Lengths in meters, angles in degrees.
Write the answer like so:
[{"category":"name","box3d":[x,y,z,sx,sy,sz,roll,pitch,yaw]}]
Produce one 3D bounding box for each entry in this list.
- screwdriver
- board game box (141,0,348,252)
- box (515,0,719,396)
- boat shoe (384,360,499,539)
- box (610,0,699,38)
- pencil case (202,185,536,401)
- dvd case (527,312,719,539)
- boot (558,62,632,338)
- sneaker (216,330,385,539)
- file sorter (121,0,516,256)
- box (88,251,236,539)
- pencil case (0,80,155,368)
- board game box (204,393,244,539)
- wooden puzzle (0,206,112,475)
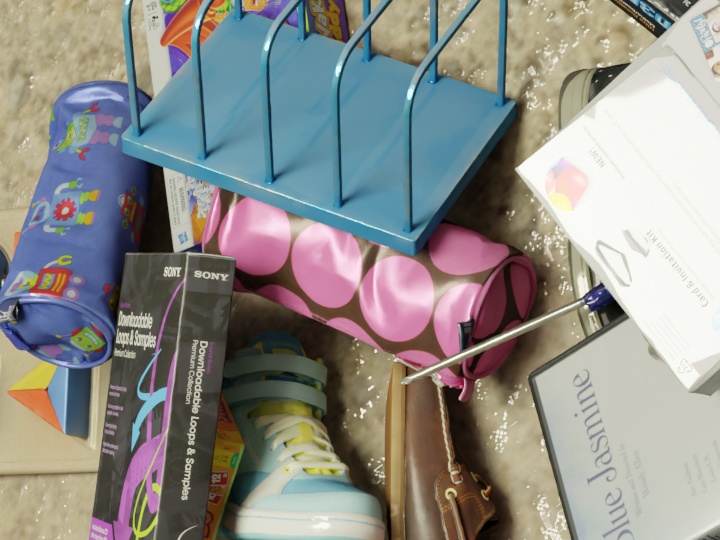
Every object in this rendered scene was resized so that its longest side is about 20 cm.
[{"category":"screwdriver","box3d":[0.111,0.026,1.411,0.199,0.029,0.028,-29,32,19]},{"category":"board game box","box3d":[-0.070,-0.121,1.664,0.134,0.045,0.201,-20,70,34]},{"category":"box","box3d":[0.200,-0.059,1.310,0.200,0.041,0.156,-43,68,15]},{"category":"boat shoe","box3d":[0.047,0.150,1.516,0.070,0.070,0.201,-1,70,1]},{"category":"box","box3d":[0.203,-0.197,1.398,0.200,0.046,0.159,41,80,23]},{"category":"pencil case","box3d":[0.000,0.000,1.533,0.199,0.091,0.094,23,100,25]},{"category":"dvd case","box3d":[0.181,0.069,1.349,0.200,0.017,0.143,-35,53,30]},{"category":"boot","box3d":[0.194,-0.032,1.425,0.153,0.073,0.205,-16,74,32]},{"category":"sneaker","box3d":[-0.042,0.102,1.555,0.200,0.079,0.132,1,80,59]},{"category":"file sorter","box3d":[-0.025,-0.124,1.508,0.199,0.139,0.123,20,139,20]},{"category":"box","box3d":[-0.121,0.088,1.540,0.143,0.036,0.202,179,100,-69]},{"category":"pencil case","box3d":[-0.183,-0.029,1.669,0.086,0.078,0.201,-6,50,20]},{"category":"board game box","box3d":[-0.116,0.098,1.610,0.200,0.030,0.096,-115,40,-61]},{"category":"wooden puzzle","box3d":[-0.239,0.046,1.767,0.199,0.046,0.187,-6,79,38]}]
